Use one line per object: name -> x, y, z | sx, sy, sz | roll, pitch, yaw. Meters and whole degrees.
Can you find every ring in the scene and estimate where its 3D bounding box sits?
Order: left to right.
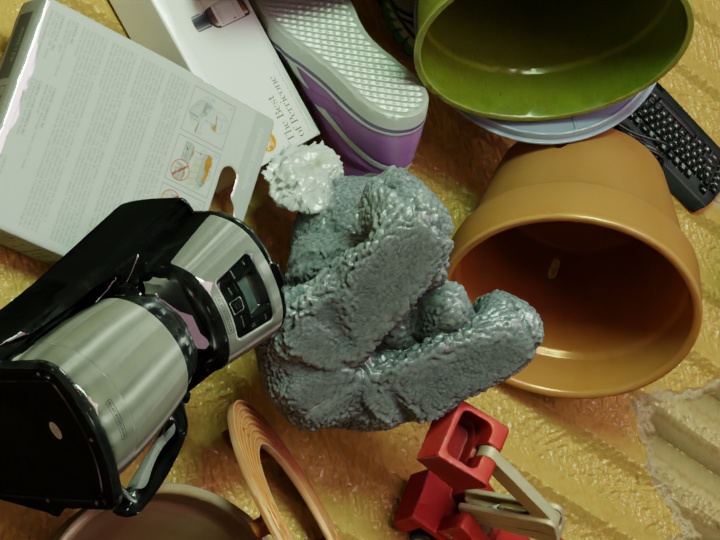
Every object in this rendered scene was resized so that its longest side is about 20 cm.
ring -> -0.042, 0.179, 1.359 | 0.019, 0.200, 0.201 | -29, 94, 5

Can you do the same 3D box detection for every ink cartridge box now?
ink cartridge box -> -0.170, -0.073, 1.394 | 0.199, 0.047, 0.161 | 26, 73, -32

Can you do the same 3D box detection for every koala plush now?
koala plush -> 0.000, 0.000, 1.417 | 0.177, 0.183, 0.200 | 47, 14, -33

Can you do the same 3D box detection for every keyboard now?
keyboard -> 0.248, -0.131, 1.730 | 0.200, 0.040, 0.104 | 42, 55, -17

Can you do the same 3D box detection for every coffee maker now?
coffee maker -> -0.174, 0.043, 1.277 | 0.200, 0.191, 0.135 | -44, 146, -44

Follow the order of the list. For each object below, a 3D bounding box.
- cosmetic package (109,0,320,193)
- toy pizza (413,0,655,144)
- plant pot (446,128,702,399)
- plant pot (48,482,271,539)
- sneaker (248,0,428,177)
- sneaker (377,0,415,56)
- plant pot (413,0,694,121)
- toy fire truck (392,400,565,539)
cosmetic package -> -0.115, -0.166, 1.474 | 0.082, 0.051, 0.201 | -32, 95, -37
toy pizza -> 0.139, -0.190, 1.551 | 0.198, 0.032, 0.202 | 1, 74, -2
plant pot -> 0.164, -0.018, 1.552 | 0.199, 0.200, 0.141 | 33, 42, -23
plant pot -> -0.141, 0.243, 1.298 | 0.200, 0.092, 0.202 | 12, 69, -33
sneaker -> -0.028, -0.138, 1.519 | 0.072, 0.115, 0.201 | -20, 56, -25
sneaker -> 0.050, -0.234, 1.592 | 0.200, 0.085, 0.078 | 44, 56, -17
plant pot -> 0.130, -0.244, 1.464 | 0.199, 0.200, 0.194 | 14, 57, -31
toy fire truck -> 0.100, 0.178, 1.460 | 0.200, 0.141, 0.049 | 37, 57, -20
